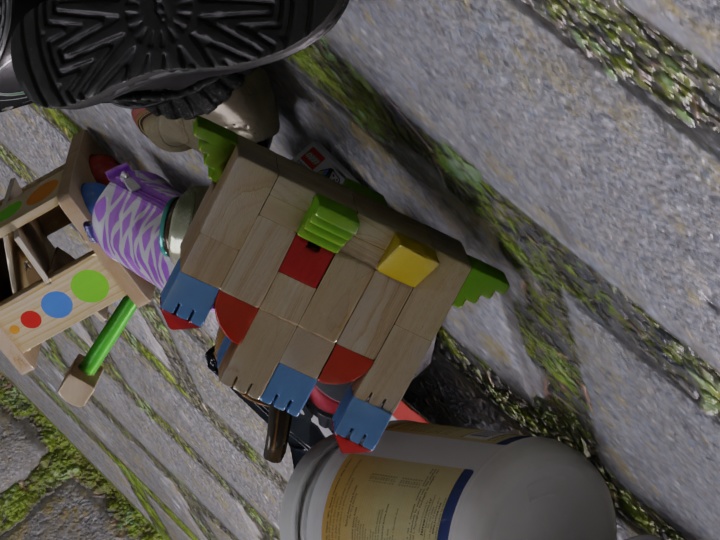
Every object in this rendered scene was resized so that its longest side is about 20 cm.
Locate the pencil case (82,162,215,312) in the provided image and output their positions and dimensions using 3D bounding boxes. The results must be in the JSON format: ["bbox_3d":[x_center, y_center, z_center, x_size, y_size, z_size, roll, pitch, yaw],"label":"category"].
[{"bbox_3d":[-0.144,-0.028,1.901,0.200,0.084,0.086,24,129,57],"label":"pencil case"}]

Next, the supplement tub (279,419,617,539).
[{"bbox_3d":[0.055,0.175,1.595,0.200,0.144,0.145,3,136,49],"label":"supplement tub"}]

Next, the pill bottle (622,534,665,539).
[{"bbox_3d":[0.218,0.259,1.475,0.200,0.112,0.112,38,163,39],"label":"pill bottle"}]

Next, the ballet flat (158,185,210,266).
[{"bbox_3d":[-0.074,-0.025,1.527,0.062,0.068,0.200,7,-170,10],"label":"ballet flat"}]

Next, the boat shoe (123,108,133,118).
[{"bbox_3d":[-0.174,-0.168,1.627,0.057,0.069,0.200,41,167,30],"label":"boat shoe"}]

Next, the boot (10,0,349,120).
[{"bbox_3d":[-0.074,-0.139,1.340,0.158,0.210,0.080,-2,-98,-64],"label":"boot"}]

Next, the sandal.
[{"bbox_3d":[-0.076,0.037,1.659,0.082,0.054,0.201,96,167,-75],"label":"sandal"}]

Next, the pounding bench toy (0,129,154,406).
[{"bbox_3d":[-0.239,0.007,2.096,0.200,0.156,0.124,55,-162,-25],"label":"pounding bench toy"}]

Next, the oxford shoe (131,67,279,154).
[{"bbox_3d":[-0.099,-0.093,1.563,0.075,0.070,0.200,61,166,0],"label":"oxford shoe"}]

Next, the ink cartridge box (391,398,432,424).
[{"bbox_3d":[0.010,0.107,1.772,0.162,0.050,0.200,40,178,30],"label":"ink cartridge box"}]

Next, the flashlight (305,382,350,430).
[{"bbox_3d":[-0.006,0.045,1.562,0.068,0.068,0.200,49,162,13],"label":"flashlight"}]

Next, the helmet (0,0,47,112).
[{"bbox_3d":[-0.217,-0.190,1.439,0.199,0.191,0.201,12,116,26],"label":"helmet"}]

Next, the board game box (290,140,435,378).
[{"bbox_3d":[0.000,0.000,1.611,0.126,0.035,0.200,45,166,12],"label":"board game box"}]

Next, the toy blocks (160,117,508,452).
[{"bbox_3d":[-0.035,0.018,1.404,0.200,0.137,0.100,26,-167,-12],"label":"toy blocks"}]

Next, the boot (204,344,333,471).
[{"bbox_3d":[-0.056,0.115,2.007,0.168,0.076,0.200,45,160,0],"label":"boot"}]
